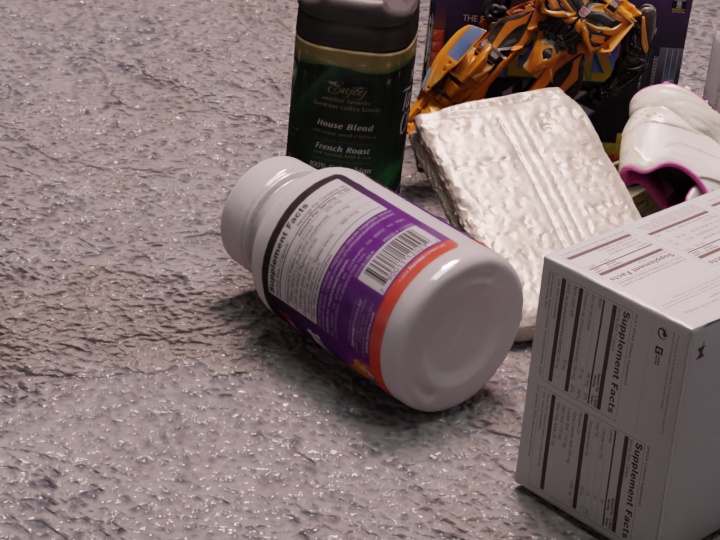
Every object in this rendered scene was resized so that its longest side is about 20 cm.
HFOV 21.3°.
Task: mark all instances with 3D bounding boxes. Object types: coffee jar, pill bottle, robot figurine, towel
[{"bbox_3d":[-0.007,-0.118,1.363,0.085,0.200,0.104,8,29,5],"label":"coffee jar"},{"bbox_3d":[0.000,0.000,1.239,0.111,0.111,0.200,-18,36,-37],"label":"pill bottle"},{"bbox_3d":[0.129,-0.155,1.437,0.145,0.200,0.058,36,17,-11],"label":"robot figurine"},{"bbox_3d":[0.125,-0.042,1.347,0.132,0.034,0.200,-12,58,-19],"label":"towel"}]

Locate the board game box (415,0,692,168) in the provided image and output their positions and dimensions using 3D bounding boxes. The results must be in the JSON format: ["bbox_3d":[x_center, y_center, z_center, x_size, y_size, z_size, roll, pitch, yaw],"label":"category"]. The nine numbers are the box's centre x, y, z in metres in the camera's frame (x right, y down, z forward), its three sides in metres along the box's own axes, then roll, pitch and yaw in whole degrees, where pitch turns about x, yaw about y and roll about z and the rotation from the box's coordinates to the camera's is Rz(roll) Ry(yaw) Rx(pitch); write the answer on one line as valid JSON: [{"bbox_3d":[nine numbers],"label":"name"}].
[{"bbox_3d":[0.149,-0.158,1.505,0.200,0.165,0.057,3,28,-4],"label":"board game box"}]

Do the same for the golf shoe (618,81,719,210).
[{"bbox_3d":[0.268,-0.049,1.395,0.200,0.075,0.092,34,55,-7],"label":"golf shoe"}]

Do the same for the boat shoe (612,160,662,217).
[{"bbox_3d":[0.183,-0.056,1.428,0.201,0.063,0.073,-12,32,-29],"label":"boat shoe"}]

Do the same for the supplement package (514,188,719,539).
[{"bbox_3d":[0.205,0.054,1.130,0.200,0.156,0.111,-19,35,-39],"label":"supplement package"}]

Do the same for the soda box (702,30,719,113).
[{"bbox_3d":[0.406,-0.168,1.675,0.200,0.068,0.064,-2,29,-14],"label":"soda box"}]
